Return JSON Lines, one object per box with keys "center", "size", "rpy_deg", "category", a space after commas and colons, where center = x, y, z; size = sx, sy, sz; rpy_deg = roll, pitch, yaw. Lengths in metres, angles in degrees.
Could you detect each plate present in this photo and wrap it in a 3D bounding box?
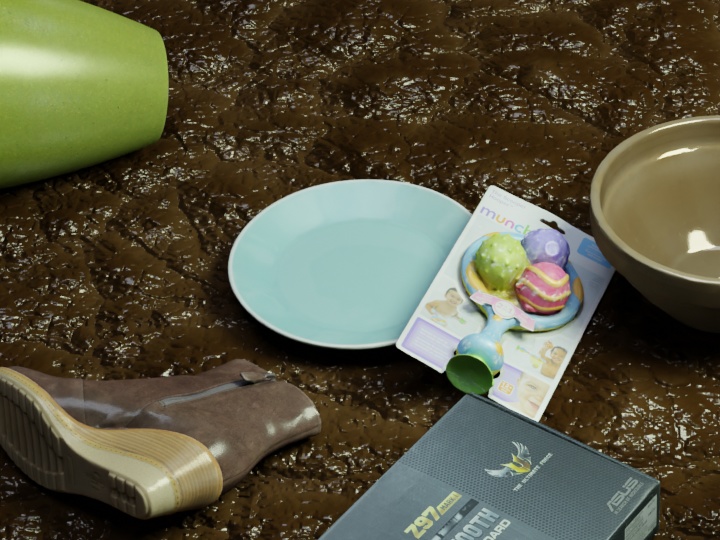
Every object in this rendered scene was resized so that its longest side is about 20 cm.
{"center": [0.000, 0.000, 1.731], "size": [0.199, 0.026, 0.201], "rpy_deg": [-2, 38, 2], "category": "plate"}

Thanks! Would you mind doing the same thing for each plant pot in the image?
{"center": [-0.261, -0.148, 1.835], "size": [0.199, 0.188, 0.187], "rpy_deg": [0, 37, -20], "category": "plant pot"}
{"center": [0.266, -0.019, 1.679], "size": [0.199, 0.093, 0.201], "rpy_deg": [-2, 38, 2], "category": "plant pot"}

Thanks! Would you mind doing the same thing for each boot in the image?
{"center": [-0.148, 0.101, 1.606], "size": [0.199, 0.073, 0.166], "rpy_deg": [27, 36, 34], "category": "boot"}

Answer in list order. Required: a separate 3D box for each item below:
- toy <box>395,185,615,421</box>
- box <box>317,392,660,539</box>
{"center": [0.116, 0.010, 1.668], "size": [0.115, 0.047, 0.200], "rpy_deg": [28, 48, 4], "category": "toy"}
{"center": [0.077, 0.179, 1.486], "size": [0.157, 0.051, 0.200], "rpy_deg": [24, 47, 31], "category": "box"}
